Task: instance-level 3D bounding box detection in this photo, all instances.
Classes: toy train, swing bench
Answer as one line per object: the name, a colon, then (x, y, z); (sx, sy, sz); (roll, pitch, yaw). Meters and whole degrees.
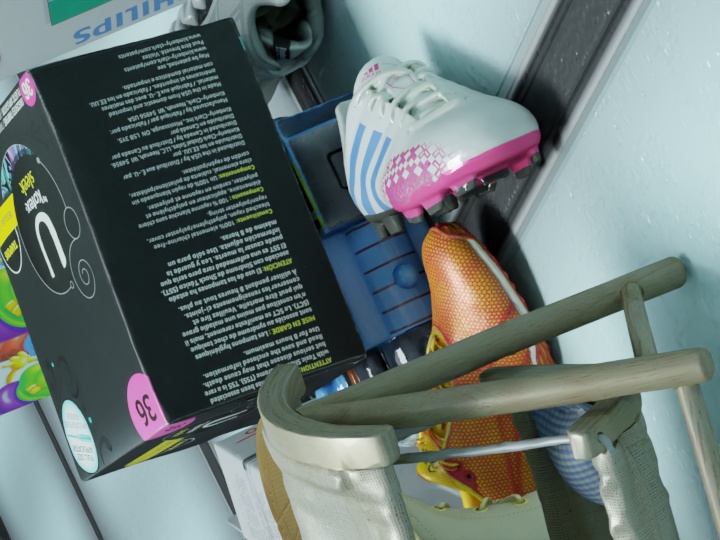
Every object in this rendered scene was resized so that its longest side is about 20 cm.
toy train: (0.000, 0.000, 1.408); (0.201, 0.086, 0.114); (66, 157, 5)
swing bench: (0.073, 0.128, 1.096); (0.130, 0.199, 0.200); (-85, -22, -72)

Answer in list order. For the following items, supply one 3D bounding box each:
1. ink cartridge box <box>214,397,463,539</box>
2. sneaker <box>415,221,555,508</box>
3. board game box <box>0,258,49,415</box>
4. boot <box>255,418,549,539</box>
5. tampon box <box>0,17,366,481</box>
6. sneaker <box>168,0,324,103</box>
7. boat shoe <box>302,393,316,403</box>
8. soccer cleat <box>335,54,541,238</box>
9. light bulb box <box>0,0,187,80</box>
ink cartridge box: (-0.012, 0.122, 1.536); (0.200, 0.116, 0.068); (15, 125, 68)
sneaker: (0.062, 0.072, 1.322); (0.073, 0.077, 0.201); (31, 139, 65)
board game box: (-0.221, 0.016, 1.886); (0.105, 0.199, 0.103); (59, 161, 28)
boot: (0.054, 0.127, 1.274); (0.200, 0.155, 0.073); (52, 158, 22)
tampon box: (-0.110, -0.009, 1.379); (0.150, 0.126, 0.201); (-37, 73, 62)
sneaker: (-0.061, -0.135, 1.448); (0.081, 0.075, 0.200); (51, 159, 20)
boat shoe: (-0.069, 0.023, 1.683); (0.200, 0.060, 0.074); (55, 178, 39)
soccer cleat: (0.027, -0.069, 1.255); (0.087, 0.070, 0.200); (67, 163, 0)
light bulb box: (-0.230, -0.242, 1.597); (0.200, 0.198, 0.125); (56, 162, 29)
